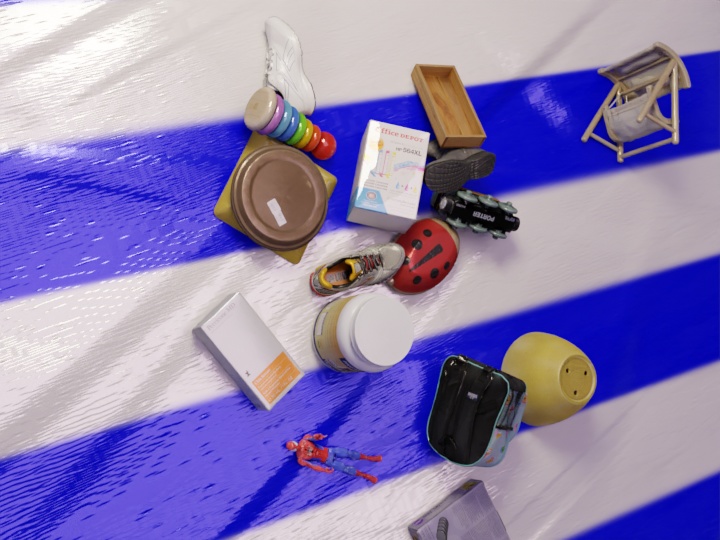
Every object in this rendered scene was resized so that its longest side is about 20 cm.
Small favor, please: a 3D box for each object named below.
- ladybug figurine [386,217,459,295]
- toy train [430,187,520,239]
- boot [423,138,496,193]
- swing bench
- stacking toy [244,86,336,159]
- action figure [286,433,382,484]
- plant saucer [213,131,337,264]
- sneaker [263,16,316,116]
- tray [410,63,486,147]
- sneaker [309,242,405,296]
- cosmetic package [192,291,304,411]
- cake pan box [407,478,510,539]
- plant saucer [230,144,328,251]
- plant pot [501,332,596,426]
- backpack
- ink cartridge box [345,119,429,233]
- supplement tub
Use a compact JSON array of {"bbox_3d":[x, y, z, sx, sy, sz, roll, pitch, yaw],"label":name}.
[{"bbox_3d":[0.131,-0.030,1.794,0.199,0.072,0.137,-40,101,-23],"label":"ladybug figurine"},{"bbox_3d":[0.240,-0.130,1.835,0.196,0.114,0.087,12,111,-26],"label":"toy train"},{"bbox_3d":[0.171,-0.224,1.806,0.197,0.131,0.071,-14,127,-37],"label":"boot"},{"bbox_3d":[0.633,-0.382,2.000,0.128,0.198,0.204,23,76,-21],"label":"swing bench"},{"bbox_3d":[-0.126,-0.271,1.688,0.198,0.084,0.087,26,73,-41],"label":"stacking toy"},{"bbox_3d":[-0.043,0.355,1.658,0.196,0.099,0.067,19,75,-19],"label":"action figure"},{"bbox_3d":[-0.154,-0.148,1.687,0.198,0.048,0.203,31,72,-18],"label":"plant saucer"},{"bbox_3d":[-0.152,-0.394,1.705,0.086,0.074,0.204,-19,92,-20],"label":"sneaker"},{"bbox_3d":[0.182,-0.344,1.826,0.097,0.037,0.203,-4,57,-25],"label":"tray"},{"bbox_3d":[0.000,0.000,1.704,0.196,0.082,0.079,-22,89,-13],"label":"sneaker"},{"bbox_3d":[-0.206,0.150,1.616,0.101,0.071,0.201,-43,102,-22],"label":"cosmetic package"},{"bbox_3d":[0.213,0.559,1.778,0.182,0.052,0.203,-30,97,-23],"label":"cake pan box"},{"bbox_3d":[-0.147,-0.139,1.648,0.196,0.029,0.205,3,84,-25],"label":"plant saucer"},{"bbox_3d":[0.417,0.230,1.860,0.196,0.141,0.205,3,82,-24],"label":"plant pot"},{"bbox_3d":[0.231,0.290,1.749,0.152,0.174,0.204,26,84,-51],"label":"backpack"},{"bbox_3d":[0.055,-0.195,1.732,0.125,0.125,0.205,11,79,-6],"label":"ink cartridge box"},{"bbox_3d":[0.004,0.118,1.646,0.141,0.199,0.148,3,83,-24],"label":"supplement tub"}]
